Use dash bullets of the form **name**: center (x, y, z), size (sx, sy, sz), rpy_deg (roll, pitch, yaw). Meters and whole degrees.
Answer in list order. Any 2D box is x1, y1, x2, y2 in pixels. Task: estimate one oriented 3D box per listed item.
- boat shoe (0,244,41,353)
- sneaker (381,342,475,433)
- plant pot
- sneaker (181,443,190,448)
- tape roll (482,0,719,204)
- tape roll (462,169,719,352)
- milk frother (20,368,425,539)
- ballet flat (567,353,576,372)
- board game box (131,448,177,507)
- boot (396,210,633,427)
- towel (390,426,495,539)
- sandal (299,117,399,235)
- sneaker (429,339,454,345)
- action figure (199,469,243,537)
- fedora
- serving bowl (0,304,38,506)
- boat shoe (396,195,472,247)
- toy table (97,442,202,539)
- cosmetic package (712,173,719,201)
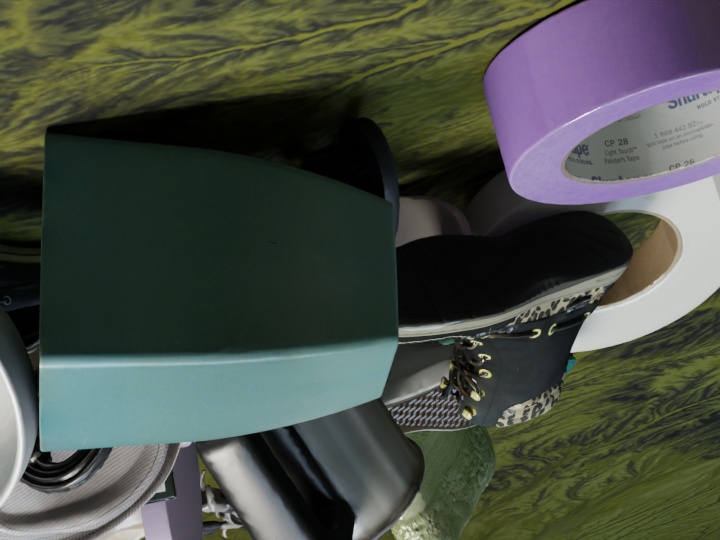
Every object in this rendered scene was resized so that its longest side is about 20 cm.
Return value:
- **boat shoe**: center (-0.207, 0.021, 1.576), size (0.075, 0.062, 0.200), rpy_deg (-28, 160, 33)
- **sneaker**: center (0.033, 0.067, 1.745), size (0.200, 0.085, 0.073), rpy_deg (-10, 139, -25)
- **plant pot**: center (-0.082, 0.017, 1.435), size (0.200, 0.141, 0.141), rpy_deg (2, 156, -7)
- **sneaker**: center (-0.099, 0.071, 1.807), size (0.200, 0.081, 0.088), rpy_deg (-2, 139, -2)
- **tape roll**: center (0.176, -0.106, 1.478), size (0.200, 0.066, 0.200), rpy_deg (-13, 163, -4)
- **tape roll**: center (0.161, -0.019, 1.687), size (0.203, 0.037, 0.203), rpy_deg (-9, 142, -8)
- **milk frother**: center (-0.096, 0.108, 1.592), size (0.200, 0.181, 0.188), rpy_deg (-12, 125, 32)
- **ballet flat**: center (0.110, 0.064, 1.940), size (0.067, 0.067, 0.200), rpy_deg (-41, 168, 17)
- **board game box**: center (-0.234, 0.111, 1.740), size (0.200, 0.135, 0.028), rpy_deg (-10, -163, -15)
- **boot**: center (0.071, 0.047, 1.619), size (0.203, 0.073, 0.154), rpy_deg (-14, 142, -29)
- **towel**: center (0.050, 0.124, 1.864), size (0.036, 0.148, 0.200), rpy_deg (-17, -163, 24)
- **sandal**: center (-0.022, -0.030, 1.534), size (0.048, 0.075, 0.200), rpy_deg (-16, 166, -21)
- **sneaker**: center (0.084, 0.018, 1.795), size (0.200, 0.074, 0.118), rpy_deg (-11, 163, -25)
- **action figure**: center (-0.118, 0.170, 2.018), size (0.102, 0.119, 0.200), rpy_deg (23, 100, -29)
- **fedora**: center (-0.205, 0.121, 1.685), size (0.200, 0.177, 0.090), rpy_deg (-28, -157, -9)
- **serving bowl**: center (-0.269, 0.055, 1.474), size (0.200, 0.200, 0.066), rpy_deg (-28, -166, 38)
- **boat shoe**: center (0.000, 0.000, 1.692), size (0.200, 0.075, 0.093), rpy_deg (-20, 176, 27)
- **toy table**: center (-0.189, 0.163, 1.883), size (0.117, 0.184, 0.200), rpy_deg (-10, -162, 6)
- **cosmetic package**: center (0.293, -0.027, 1.597), size (0.101, 0.200, 0.071), rpy_deg (-21, 162, 23)
